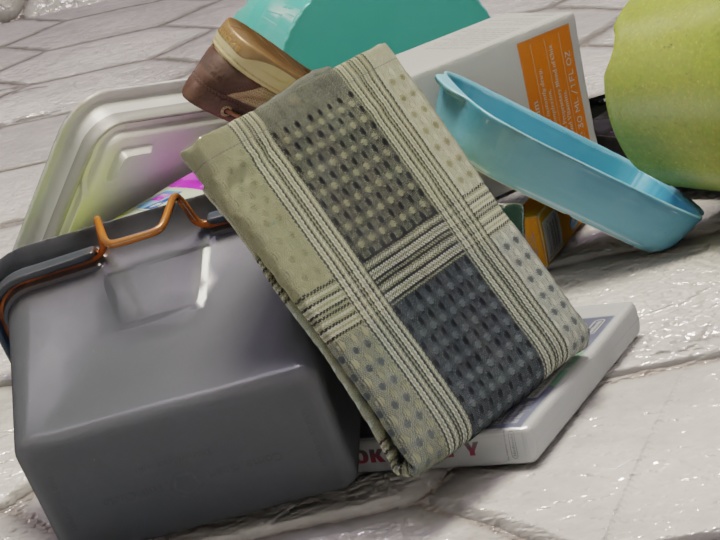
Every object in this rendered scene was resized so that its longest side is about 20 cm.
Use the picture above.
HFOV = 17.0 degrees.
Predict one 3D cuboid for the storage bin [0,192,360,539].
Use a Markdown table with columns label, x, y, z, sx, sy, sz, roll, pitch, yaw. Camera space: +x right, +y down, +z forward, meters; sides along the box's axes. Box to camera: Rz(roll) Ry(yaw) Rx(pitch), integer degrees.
| label | x | y | z | sx | sy | sz | roll | pitch | yaw |
| --- | --- | --- | --- | --- | --- | --- | --- | --- | --- |
| storage bin | -0.089 | 0.049 | 1.216 | 0.198 | 0.146 | 0.135 | -16 | 37 | 7 |

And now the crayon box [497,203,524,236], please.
| label | x | y | z | sx | sy | sz | roll | pitch | yaw |
| --- | --- | --- | --- | --- | --- | --- | --- | --- | --- |
| crayon box | 0.000 | 0.000 | 1.388 | 0.126 | 0.051 | 0.200 | 1 | -8 | -19 |

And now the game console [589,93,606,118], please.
| label | x | y | z | sx | sy | sz | roll | pitch | yaw |
| --- | --- | --- | --- | --- | --- | --- | --- | --- | --- |
| game console | 0.236 | -0.107 | 1.798 | 0.199 | 0.031 | 0.177 | -18 | 21 | -17 |

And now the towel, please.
| label | x | y | z | sx | sy | sz | roll | pitch | yaw |
| --- | --- | --- | --- | --- | --- | --- | --- | --- | --- |
| towel | 0.013 | -0.009 | 1.211 | 0.034 | 0.201 | 0.192 | -36 | -2 | 38 |

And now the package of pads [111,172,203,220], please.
| label | x | y | z | sx | sy | sz | roll | pitch | yaw |
| --- | --- | --- | --- | --- | --- | --- | --- | --- | --- |
| package of pads | -0.120 | 0.003 | 1.532 | 0.199 | 0.069 | 0.154 | -33 | 21 | -23 |

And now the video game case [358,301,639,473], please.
| label | x | y | z | sx | sy | sz | roll | pitch | yaw |
| --- | --- | --- | --- | --- | --- | --- | --- | --- | --- |
| video game case | 0.040 | 0.064 | 1.313 | 0.181 | 0.023 | 0.200 | -6 | 16 | 24 |

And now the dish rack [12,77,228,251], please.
| label | x | y | z | sx | sy | sz | roll | pitch | yaw |
| --- | --- | --- | --- | --- | --- | --- | --- | --- | --- |
| dish rack | -0.138 | -0.051 | 1.647 | 0.199 | 0.172 | 0.044 | -12 | 48 | -46 |

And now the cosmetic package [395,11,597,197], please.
| label | x | y | z | sx | sy | sz | roll | pitch | yaw |
| --- | --- | --- | --- | --- | --- | --- | --- | --- | --- |
| cosmetic package | 0.062 | -0.099 | 1.599 | 0.199 | 0.102 | 0.071 | -25 | 20 | -39 |

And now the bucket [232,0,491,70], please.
| label | x | y | z | sx | sy | sz | roll | pitch | yaw |
| --- | --- | --- | --- | --- | --- | --- | --- | --- | --- |
| bucket | 0.008 | -0.143 | 1.780 | 0.205 | 0.209 | 0.135 | -15 | 14 | -10 |

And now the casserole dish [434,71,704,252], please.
| label | x | y | z | sx | sy | sz | roll | pitch | yaw |
| --- | --- | --- | --- | --- | --- | --- | --- | --- | --- |
| casserole dish | 0.126 | -0.065 | 1.521 | 0.199 | 0.039 | 0.121 | 25 | 12 | -21 |

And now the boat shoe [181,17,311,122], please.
| label | x | y | z | sx | sy | sz | roll | pitch | yaw |
| --- | --- | --- | --- | --- | --- | --- | --- | --- | --- |
| boat shoe | -0.043 | -0.093 | 1.610 | 0.072 | 0.200 | 0.072 | -50 | 48 | 7 |

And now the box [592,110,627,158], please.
| label | x | y | z | sx | sy | sz | roll | pitch | yaw |
| --- | --- | --- | --- | --- | --- | --- | --- | --- | --- |
| box | 0.264 | -0.098 | 1.667 | 0.199 | 0.036 | 0.143 | 7 | 27 | 41 |

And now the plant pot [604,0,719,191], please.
| label | x | y | z | sx | sy | sz | roll | pitch | yaw |
| --- | --- | --- | --- | --- | --- | --- | --- | --- | --- |
| plant pot | 0.259 | -0.120 | 1.491 | 0.200 | 0.202 | 0.183 | -25 | 15 | -40 |

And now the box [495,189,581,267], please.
| label | x | y | z | sx | sy | sz | roll | pitch | yaw |
| --- | --- | --- | --- | --- | --- | --- | --- | --- | --- |
| box | 0.042 | -0.023 | 1.612 | 0.198 | 0.042 | 0.119 | -9 | 14 | 21 |
